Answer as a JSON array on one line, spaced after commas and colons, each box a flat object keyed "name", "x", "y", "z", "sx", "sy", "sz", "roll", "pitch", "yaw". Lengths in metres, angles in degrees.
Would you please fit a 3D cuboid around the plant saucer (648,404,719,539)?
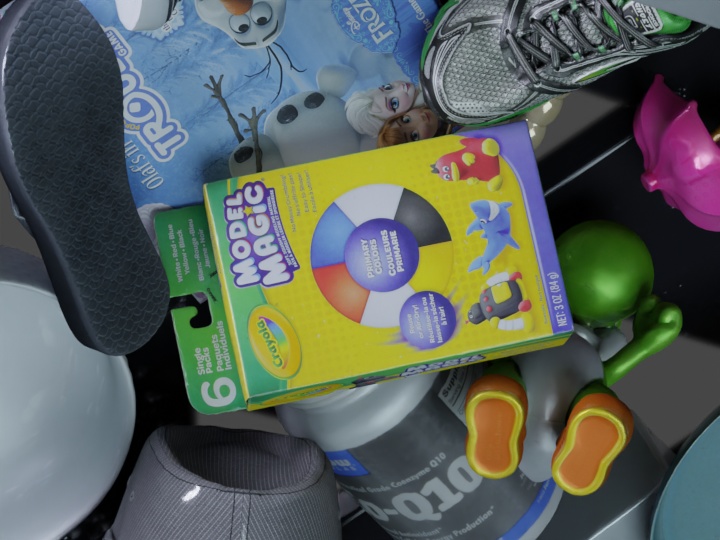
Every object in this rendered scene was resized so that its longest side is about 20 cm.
[{"name": "plant saucer", "x": 0.256, "y": 0.131, "z": 1.601, "sx": 0.199, "sy": 0.027, "sz": 0.201, "roll": -13, "pitch": 126, "yaw": -18}]

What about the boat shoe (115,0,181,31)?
[{"name": "boat shoe", "x": -0.077, "y": -0.211, "z": 1.271, "sx": 0.067, "sy": 0.072, "sz": 0.201, "roll": 2, "pitch": 104, "yaw": -23}]

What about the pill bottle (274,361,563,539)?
[{"name": "pill bottle", "x": 0.022, "y": 0.075, "z": 1.501, "sx": 0.114, "sy": 0.114, "sz": 0.200, "roll": -37, "pitch": 128, "yaw": 8}]

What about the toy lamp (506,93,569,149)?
[{"name": "toy lamp", "x": 0.095, "y": -0.087, "z": 1.450, "sx": 0.058, "sy": 0.058, "sz": 0.201, "roll": 18, "pitch": 119, "yaw": -30}]

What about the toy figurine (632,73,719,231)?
[{"name": "toy figurine", "x": 0.238, "y": -0.099, "z": 1.472, "sx": 0.184, "sy": 0.151, "sz": 0.199, "roll": -41, "pitch": 154, "yaw": 28}]

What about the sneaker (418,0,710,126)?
[{"name": "sneaker", "x": 0.118, "y": -0.135, "z": 1.352, "sx": 0.199, "sy": 0.085, "sz": 0.078, "roll": -30, "pitch": 105, "yaw": 4}]

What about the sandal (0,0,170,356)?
[{"name": "sandal", "x": -0.149, "y": -0.045, "z": 1.331, "sx": 0.076, "sy": 0.043, "sz": 0.201, "roll": -35, "pitch": 128, "yaw": -35}]

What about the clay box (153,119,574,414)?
[{"name": "clay box", "x": 0.000, "y": 0.000, "z": 1.378, "sx": 0.199, "sy": 0.116, "sz": 0.048, "roll": -12, "pitch": 170, "yaw": -7}]

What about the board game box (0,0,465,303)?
[{"name": "board game box", "x": -0.058, "y": -0.108, "z": 1.385, "sx": 0.198, "sy": 0.043, "sz": 0.200, "roll": -33, "pitch": 128, "yaw": 7}]

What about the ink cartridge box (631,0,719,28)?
[{"name": "ink cartridge box", "x": 0.096, "y": -0.208, "z": 1.270, "sx": 0.145, "sy": 0.200, "sz": 0.085, "roll": 13, "pitch": 116, "yaw": -28}]

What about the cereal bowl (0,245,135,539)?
[{"name": "cereal bowl", "x": -0.222, "y": 0.064, "z": 1.424, "sx": 0.199, "sy": 0.083, "sz": 0.201, "roll": -10, "pitch": 127, "yaw": -14}]

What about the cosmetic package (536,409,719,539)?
[{"name": "cosmetic package", "x": 0.124, "y": 0.190, "z": 1.650, "sx": 0.200, "sy": 0.071, "sz": 0.101, "roll": -39, "pitch": 128, "yaw": 9}]

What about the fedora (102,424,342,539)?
[{"name": "fedora", "x": -0.070, "y": 0.132, "z": 1.429, "sx": 0.176, "sy": 0.200, "sz": 0.091, "roll": 7, "pitch": 96, "yaw": 0}]

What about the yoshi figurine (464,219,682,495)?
[{"name": "yoshi figurine", "x": 0.115, "y": 0.034, "z": 1.465, "sx": 0.112, "sy": 0.200, "sz": 0.113, "roll": -30, "pitch": 105, "yaw": 22}]
